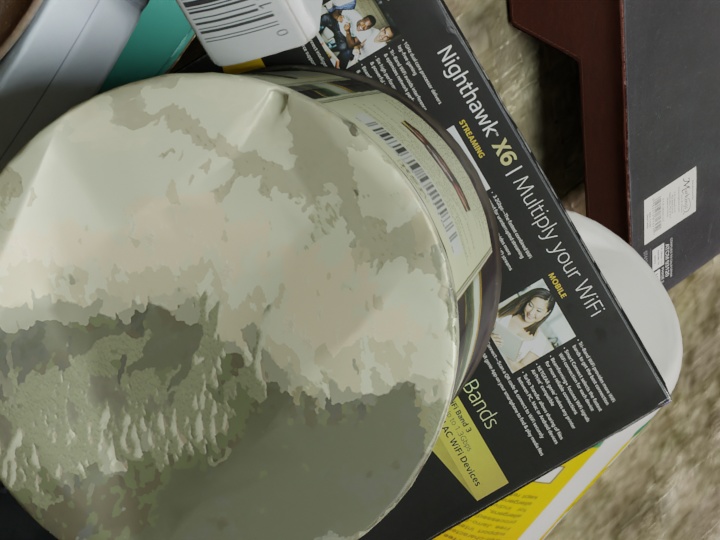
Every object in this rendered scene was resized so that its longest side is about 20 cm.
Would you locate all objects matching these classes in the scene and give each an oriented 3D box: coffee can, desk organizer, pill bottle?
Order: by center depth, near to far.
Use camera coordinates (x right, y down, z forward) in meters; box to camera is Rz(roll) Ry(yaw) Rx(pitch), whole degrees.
[{"bbox_3d":[-0.033,0.008,0.752,0.147,0.146,0.200,-63,176,8],"label":"coffee can"},{"bbox_3d":[0.044,0.071,1.016,0.113,0.113,0.200,-18,154,-39],"label":"pill bottle"},{"bbox_3d":[0.120,-0.087,1.077,0.072,0.077,0.200,-33,136,-27],"label":"desk organizer"}]

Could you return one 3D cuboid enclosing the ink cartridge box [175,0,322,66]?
[{"bbox_3d":[-0.060,-0.198,0.715,0.043,0.200,0.197,-15,131,19],"label":"ink cartridge box"}]

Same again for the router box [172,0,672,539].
[{"bbox_3d":[0.000,0.000,0.886,0.157,0.200,0.052,-30,-179,7],"label":"router box"}]

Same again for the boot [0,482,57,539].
[{"bbox_3d":[-0.138,0.133,0.797,0.162,0.073,0.199,13,77,-43],"label":"boot"}]

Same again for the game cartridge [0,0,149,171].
[{"bbox_3d":[-0.137,-0.060,0.770,0.041,0.133,0.200,33,93,-31],"label":"game cartridge"}]

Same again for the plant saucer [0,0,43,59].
[{"bbox_3d":[-0.181,-0.131,0.691,0.200,0.034,0.201,-3,109,-8],"label":"plant saucer"}]

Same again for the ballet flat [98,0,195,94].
[{"bbox_3d":[-0.127,-0.059,0.844,0.200,0.065,0.071,-51,122,-7],"label":"ballet flat"}]
